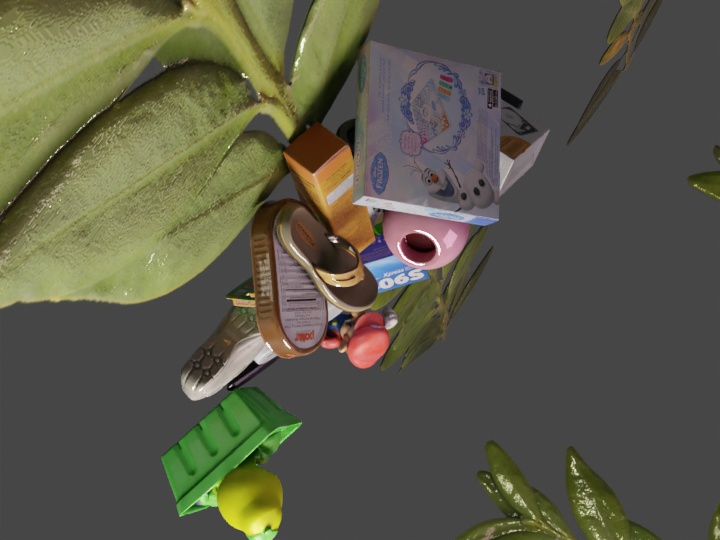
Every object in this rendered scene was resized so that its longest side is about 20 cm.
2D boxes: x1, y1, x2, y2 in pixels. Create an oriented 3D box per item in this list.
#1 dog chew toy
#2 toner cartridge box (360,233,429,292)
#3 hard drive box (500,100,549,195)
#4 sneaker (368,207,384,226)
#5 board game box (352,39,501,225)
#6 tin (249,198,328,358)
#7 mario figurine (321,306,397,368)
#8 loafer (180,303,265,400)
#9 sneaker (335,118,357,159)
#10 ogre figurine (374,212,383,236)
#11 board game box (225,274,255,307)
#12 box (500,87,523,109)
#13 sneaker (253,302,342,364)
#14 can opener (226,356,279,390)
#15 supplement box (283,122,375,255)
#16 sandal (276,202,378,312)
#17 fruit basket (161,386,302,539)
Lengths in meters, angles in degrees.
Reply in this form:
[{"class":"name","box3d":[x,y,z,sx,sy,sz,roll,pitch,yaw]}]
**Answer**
[{"class":"dog chew toy","box3d":[0.103,-0.097,1.411,0.202,0.122,0.126,-69,178,-45]},{"class":"toner cartridge box","box3d":[0.000,0.000,1.490,0.196,0.044,0.095,-17,148,6]},{"class":"hard drive box","box3d":[0.179,-0.222,1.576,0.156,0.198,0.078,-39,158,-49]},{"class":"sneaker","box3d":[-0.017,-0.078,1.474,0.116,0.074,0.200,-62,167,11]},{"class":"board game box","box3d":[0.087,-0.172,1.262,0.043,0.195,0.205,-19,-114,62]},{"class":"tin","box3d":[-0.090,0.009,1.262,0.111,0.041,0.205,-1,84,-50]},{"class":"mario figurine","box3d":[-0.022,0.082,1.595,0.124,0.199,0.106,-50,120,-19]},{"class":"loafer","box3d":[-0.172,0.099,1.365,0.200,0.070,0.070,-43,167,-26]},{"class":"sneaker","box3d":[0.051,-0.148,1.316,0.079,0.196,0.077,137,-35,-59]},{"class":"ogre figurine","box3d":[0.021,-0.025,1.649,0.120,0.096,0.204,98,-14,-67]},{"class":"board game box","box3d":[-0.094,0.006,1.369,0.199,0.094,0.031,-35,121,-52]},{"class":"box","box3d":[0.180,-0.208,1.771,0.201,0.116,0.198,-51,164,-27]},{"class":"sneaker","box3d":[-0.086,0.052,1.432,0.198,0.071,0.073,-33,167,-11]},{"class":"can opener","box3d":[-0.140,0.117,1.497,0.200,0.063,0.079,-44,161,-43]},{"class":"supplement box","box3d":[-0.038,-0.096,1.297,0.069,0.066,0.201,-43,147,-16]},{"class":"sandal","box3d":[-0.032,-0.015,1.269,0.200,0.053,0.081,47,46,-37]},{"class":"fruit basket","box3d":[-0.169,0.300,1.445,0.218,0.214,0.155,-58,165,4]}]
